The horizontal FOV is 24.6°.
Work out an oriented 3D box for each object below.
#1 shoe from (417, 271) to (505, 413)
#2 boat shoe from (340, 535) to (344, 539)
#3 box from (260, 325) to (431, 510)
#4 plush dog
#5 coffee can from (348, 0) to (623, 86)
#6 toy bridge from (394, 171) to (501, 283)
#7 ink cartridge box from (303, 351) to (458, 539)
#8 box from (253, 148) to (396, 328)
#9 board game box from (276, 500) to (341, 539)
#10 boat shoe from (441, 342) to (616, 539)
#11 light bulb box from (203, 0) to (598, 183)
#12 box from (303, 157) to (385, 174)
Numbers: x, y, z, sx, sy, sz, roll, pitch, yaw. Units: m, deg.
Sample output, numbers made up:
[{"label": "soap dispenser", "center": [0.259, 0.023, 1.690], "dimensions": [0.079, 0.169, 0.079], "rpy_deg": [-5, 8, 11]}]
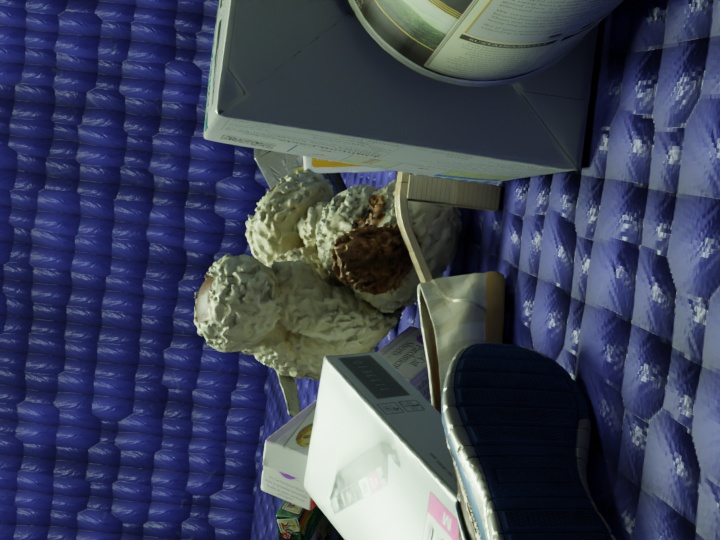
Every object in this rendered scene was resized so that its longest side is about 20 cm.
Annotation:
[{"label": "shoe", "center": [0.059, 0.089, 0.973], "dimensions": [0.070, 0.053, 0.201], "rpy_deg": [106, 168, -55]}, {"label": "boat shoe", "center": [-0.001, 0.255, 1.306], "dimensions": [0.074, 0.063, 0.203], "rpy_deg": [-135, 50, -80]}, {"label": "box", "center": [0.002, 0.093, 1.092], "dimensions": [0.200, 0.041, 0.039], "rpy_deg": [-34, -43, -54]}, {"label": "plush dog", "center": [0.000, 0.000, 1.176], "dimensions": [0.171, 0.161, 0.200], "rpy_deg": [-36, 12, 32]}, {"label": "coffee can", "center": [0.070, -0.173, 0.734], "dimensions": [0.200, 0.145, 0.148], "rpy_deg": [141, 135, -81]}, {"label": "toy bridge", "center": [0.057, -0.050, 1.067], "dimensions": [0.027, 0.067, 0.202], "rpy_deg": [179, 98, -83]}, {"label": "ink cartridge box", "center": [0.026, 0.167, 0.928], "dimensions": [0.200, 0.043, 0.175], "rpy_deg": [43, 129, 53]}, {"label": "box", "center": [-0.034, -0.052, 1.498], "dimensions": [0.159, 0.048, 0.201], "rpy_deg": [-101, -15, -69]}, {"label": "board game box", "center": [-0.022, 0.178, 1.342], "dimensions": [0.200, 0.023, 0.106], "rpy_deg": [-59, -31, -53]}, {"label": "boat shoe", "center": [0.071, 0.111, 0.773], "dimensions": [0.201, 0.072, 0.073], "rpy_deg": [-94, 11, -57]}, {"label": "light bulb box", "center": [0.015, -0.125, 0.934], "dimensions": [0.200, 0.196, 0.126], "rpy_deg": [-169, 87, -82]}, {"label": "box", "center": [0.004, -0.186, 1.329], "dimensions": [0.102, 0.111, 0.201], "rpy_deg": [-91, 0, -49]}]
